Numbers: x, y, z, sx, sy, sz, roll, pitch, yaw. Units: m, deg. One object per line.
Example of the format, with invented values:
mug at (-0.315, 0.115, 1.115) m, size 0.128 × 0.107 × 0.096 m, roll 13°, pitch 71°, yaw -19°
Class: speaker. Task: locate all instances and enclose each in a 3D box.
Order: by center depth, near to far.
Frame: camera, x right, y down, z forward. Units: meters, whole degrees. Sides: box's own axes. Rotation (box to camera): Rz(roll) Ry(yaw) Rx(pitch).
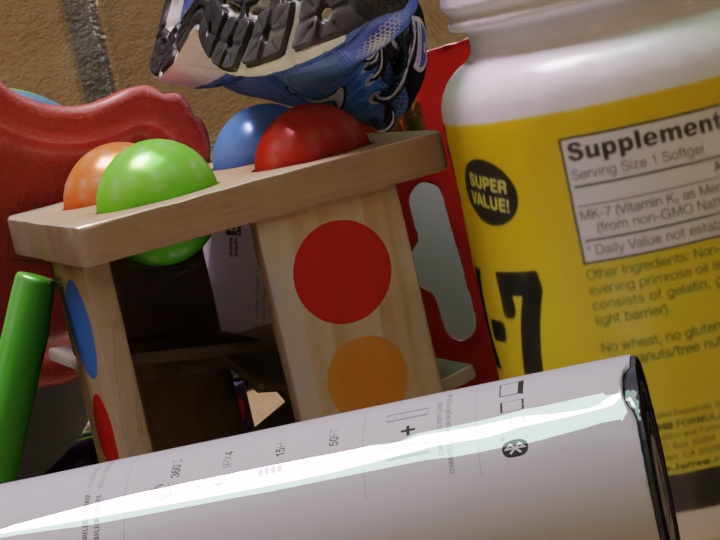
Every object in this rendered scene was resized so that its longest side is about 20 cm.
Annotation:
speaker at (-0.014, 0.080, 0.653) m, size 0.198 × 0.082 × 0.081 m, roll -12°, pitch 7°, yaw 9°

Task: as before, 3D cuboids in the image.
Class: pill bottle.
pill bottle at (0.089, -0.021, 0.764) m, size 0.113 × 0.202 × 0.114 m, roll -13°, pitch 7°, yaw 1°

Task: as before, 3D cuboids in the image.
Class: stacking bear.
stacking bear at (-0.148, -0.024, 0.934) m, size 0.120 × 0.115 × 0.200 m, roll 6°, pitch 4°, yaw -21°

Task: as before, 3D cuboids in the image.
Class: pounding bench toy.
pounding bench toy at (-0.070, 0.036, 0.792) m, size 0.198 × 0.157 × 0.124 m, roll -16°, pitch 8°, yaw -18°

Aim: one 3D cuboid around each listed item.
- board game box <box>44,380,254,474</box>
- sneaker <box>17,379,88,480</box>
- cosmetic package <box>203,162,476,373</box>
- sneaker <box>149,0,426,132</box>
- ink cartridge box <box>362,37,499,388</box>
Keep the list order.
board game box at (-0.156, 0.091, 1.050) m, size 0.119 × 0.033 × 0.199 m, roll -2°, pitch 13°, yaw 44°
sneaker at (-0.188, 0.062, 0.939) m, size 0.098 × 0.071 × 0.200 m, roll 10°, pitch 18°, yaw 17°
cosmetic package at (0.000, 0.000, 0.987) m, size 0.198 × 0.086 × 0.107 m, roll 2°, pitch -2°, yaw -29°
sneaker at (-0.010, -0.094, 0.828) m, size 0.088 × 0.079 × 0.200 m, roll 12°, pitch -1°, yaw -16°
ink cartridge box at (0.089, -0.019, 0.855) m, size 0.199 × 0.161 × 0.047 m, roll -15°, pitch 2°, yaw 25°
